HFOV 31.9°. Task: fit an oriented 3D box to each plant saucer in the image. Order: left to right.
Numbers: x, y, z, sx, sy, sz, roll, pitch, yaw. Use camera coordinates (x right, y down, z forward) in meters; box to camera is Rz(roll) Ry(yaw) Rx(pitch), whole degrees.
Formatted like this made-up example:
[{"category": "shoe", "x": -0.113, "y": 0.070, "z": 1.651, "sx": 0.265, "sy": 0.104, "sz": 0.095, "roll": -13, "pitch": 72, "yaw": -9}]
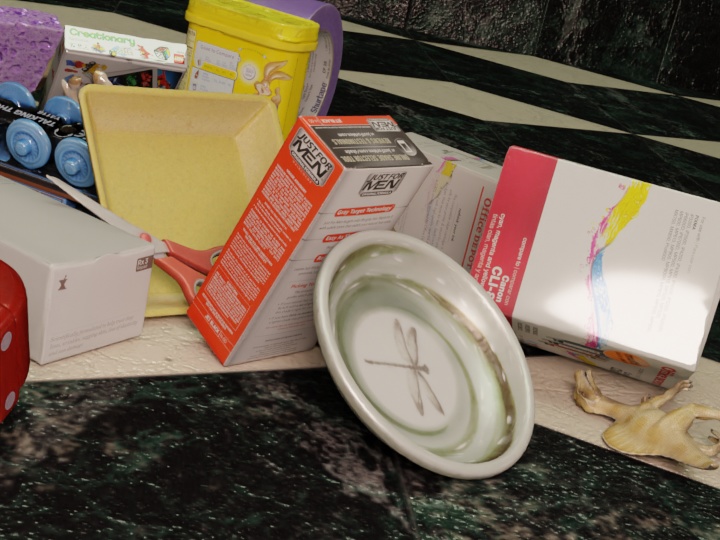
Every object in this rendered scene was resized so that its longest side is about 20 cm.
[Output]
[{"category": "plant saucer", "x": -0.145, "y": -0.054, "z": 1.081, "sx": 0.199, "sy": 0.201, "sz": 0.048, "roll": -3, "pitch": -18, "yaw": -40}, {"category": "plant saucer", "x": 0.038, "y": 0.066, "z": 0.908, "sx": 0.200, "sy": 0.050, "sz": 0.201, "roll": 27, "pitch": 42, "yaw": -27}]

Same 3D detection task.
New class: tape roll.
[{"category": "tape roll", "x": -0.099, "y": -0.250, "z": 1.601, "sx": 0.085, "sy": 0.201, "sz": 0.200, "roll": 18, "pitch": 19, "yaw": 15}]

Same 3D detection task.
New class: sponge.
[{"category": "sponge", "x": -0.365, "y": -0.163, "z": 1.176, "sx": 0.111, "sy": 0.200, "sz": 0.030, "roll": -1, "pitch": 50, "yaw": -42}]

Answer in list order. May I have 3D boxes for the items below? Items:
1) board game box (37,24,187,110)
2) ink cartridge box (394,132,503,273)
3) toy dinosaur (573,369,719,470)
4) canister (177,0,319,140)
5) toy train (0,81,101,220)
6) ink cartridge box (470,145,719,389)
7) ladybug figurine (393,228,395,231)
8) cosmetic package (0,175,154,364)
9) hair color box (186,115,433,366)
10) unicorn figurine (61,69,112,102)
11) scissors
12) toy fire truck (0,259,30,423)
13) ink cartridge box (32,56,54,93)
[{"category": "board game box", "x": -0.271, "y": -0.184, "z": 1.343, "sx": 0.126, "sy": 0.200, "sz": 0.035, "roll": 6, "pitch": 64, "yaw": -23}, {"category": "ink cartridge box", "x": 0.102, "y": -0.057, "z": 1.298, "sx": 0.199, "sy": 0.117, "sz": 0.067, "roll": 26, "pitch": 21, "yaw": 31}, {"category": "toy dinosaur", "x": 0.242, "y": 0.128, "z": 0.975, "sx": 0.101, "sy": 0.058, "sz": 0.200, "roll": -11, "pitch": 18, "yaw": -20}, {"category": "canister", "x": -0.135, "y": -0.189, "z": 1.389, "sx": 0.148, "sy": 0.201, "sz": 0.086, "roll": 21, "pitch": 19, "yaw": 21}, {"category": "toy train", "x": -0.284, "y": -0.095, "z": 1.141, "sx": 0.199, "sy": 0.115, "sz": 0.087, "roll": 19, "pitch": 35, "yaw": 15}, {"category": "ink cartridge box", "x": 0.205, "y": 0.002, "z": 1.082, "sx": 0.199, "sy": 0.145, "sz": 0.145, "roll": 16, "pitch": -9, "yaw": 12}, {"category": "ladybug figurine", "x": 0.000, "y": 0.000, "z": 1.077, "sx": 0.072, "sy": 0.136, "sz": 0.200, "roll": -30, "pitch": 20, "yaw": 8}, {"category": "cosmetic package", "x": -0.268, "y": -0.010, "z": 0.959, "sx": 0.199, "sy": 0.081, "sz": 0.113, "roll": 25, "pitch": 22, "yaw": 29}, {"category": "hair color box", "x": -0.041, "y": -0.022, "z": 0.949, "sx": 0.101, "sy": 0.200, "sz": 0.061, "roll": -7, "pitch": 50, "yaw": -48}, {"category": "unicorn figurine", "x": -0.284, "y": -0.126, "z": 1.255, "sx": 0.199, "sy": 0.138, "sz": 0.074, "roll": 8, "pitch": 24, "yaw": 35}, {"category": "scissors", "x": -0.163, "y": -0.013, "z": 1.004, "sx": 0.199, "sy": 0.014, "sz": 0.073, "roll": 24, "pitch": 55, "yaw": -31}, {"category": "toy fire truck", "x": -0.274, "y": 0.023, "z": 0.781, "sx": 0.175, "sy": 0.129, "sz": 0.200, "roll": 16, "pitch": 38, "yaw": 10}, {"category": "ink cartridge box", "x": -0.447, "y": -0.212, "z": 1.327, "sx": 0.199, "sy": 0.075, "sz": 0.164, "roll": -7, "pitch": -7, "yaw": -46}]
